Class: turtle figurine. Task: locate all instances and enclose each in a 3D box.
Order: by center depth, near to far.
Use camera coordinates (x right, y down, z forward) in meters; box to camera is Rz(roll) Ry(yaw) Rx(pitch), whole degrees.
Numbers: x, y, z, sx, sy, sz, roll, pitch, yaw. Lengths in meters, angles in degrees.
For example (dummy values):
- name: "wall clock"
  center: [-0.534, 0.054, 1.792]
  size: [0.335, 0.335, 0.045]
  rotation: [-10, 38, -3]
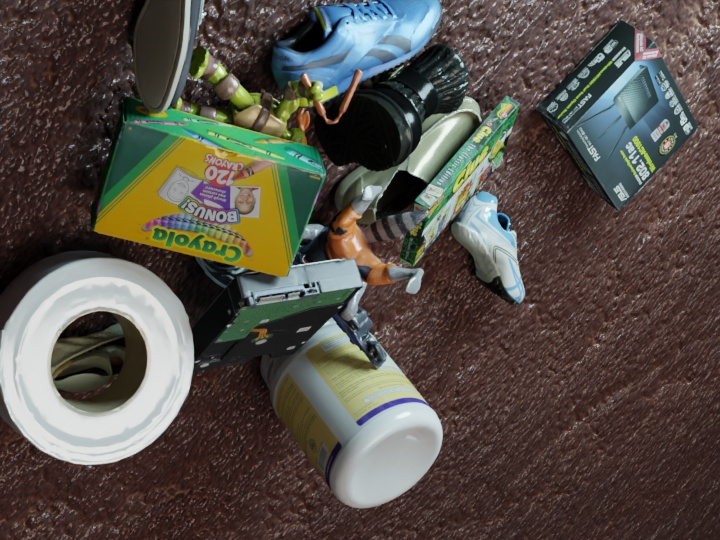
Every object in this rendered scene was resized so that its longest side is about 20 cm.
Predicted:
- name: "turtle figurine"
  center: [-0.103, -0.156, 1.427]
  size: [0.160, 0.065, 0.200]
  rotation: [27, 123, -29]

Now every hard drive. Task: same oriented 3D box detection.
- name: "hard drive"
  center: [-0.098, 0.048, 1.530]
  size: [0.138, 0.038, 0.200]
  rotation: [-9, 162, -28]

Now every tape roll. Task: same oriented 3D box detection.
- name: "tape roll"
  center: [-0.266, 0.084, 1.434]
  size: [0.200, 0.071, 0.206]
  rotation: [-4, 99, -28]

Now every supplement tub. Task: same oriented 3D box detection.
- name: "supplement tub"
  center: [-0.015, 0.153, 1.665]
  size: [0.144, 0.200, 0.147]
  rotation: [-23, 140, -21]

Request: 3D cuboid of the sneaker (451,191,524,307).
- name: "sneaker"
  center: [0.169, -0.021, 1.796]
  size: [0.073, 0.072, 0.200]
  rotation: [-48, 144, -11]

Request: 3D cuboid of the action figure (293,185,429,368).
- name: "action figure"
  center: [0.000, 0.000, 1.587]
  size: [0.201, 0.193, 0.105]
  rotation: [53, 57, -16]

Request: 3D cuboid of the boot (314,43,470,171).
- name: "boot"
  center: [0.052, -0.170, 1.490]
  size: [0.156, 0.211, 0.080]
  rotation: [-27, 105, -17]

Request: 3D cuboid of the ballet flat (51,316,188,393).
- name: "ballet flat"
  center: [-0.257, 0.093, 1.521]
  size: [0.198, 0.062, 0.068]
  rotation: [-17, 134, -31]

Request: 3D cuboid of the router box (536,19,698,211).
- name: "router box"
  center: [0.318, -0.186, 1.794]
  size: [0.150, 0.062, 0.200]
  rotation: [-46, 140, 1]

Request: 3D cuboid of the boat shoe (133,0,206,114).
- name: "boat shoe"
  center: [-0.156, -0.239, 1.324]
  size: [0.062, 0.072, 0.203]
  rotation: [-9, 117, -45]

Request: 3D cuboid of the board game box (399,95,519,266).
- name: "board game box"
  center: [0.111, -0.100, 1.640]
  size: [0.200, 0.023, 0.105]
  rotation: [-49, 161, -34]

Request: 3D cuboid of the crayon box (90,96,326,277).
- name: "crayon box"
  center: [-0.146, -0.077, 1.394]
  size: [0.197, 0.059, 0.120]
  rotation: [13, 119, -17]

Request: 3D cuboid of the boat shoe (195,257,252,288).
- name: "boat shoe"
  center: [-0.137, -0.026, 1.523]
  size: [0.072, 0.068, 0.201]
  rotation: [-40, 139, -7]

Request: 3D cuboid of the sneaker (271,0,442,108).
- name: "sneaker"
  center: [-0.002, -0.240, 1.471]
  size: [0.199, 0.066, 0.079]
  rotation: [-31, 134, -18]

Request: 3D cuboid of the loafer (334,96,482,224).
- name: "loafer"
  center: [0.064, -0.113, 1.628]
  size: [0.199, 0.068, 0.076]
  rotation: [-40, 140, -8]
